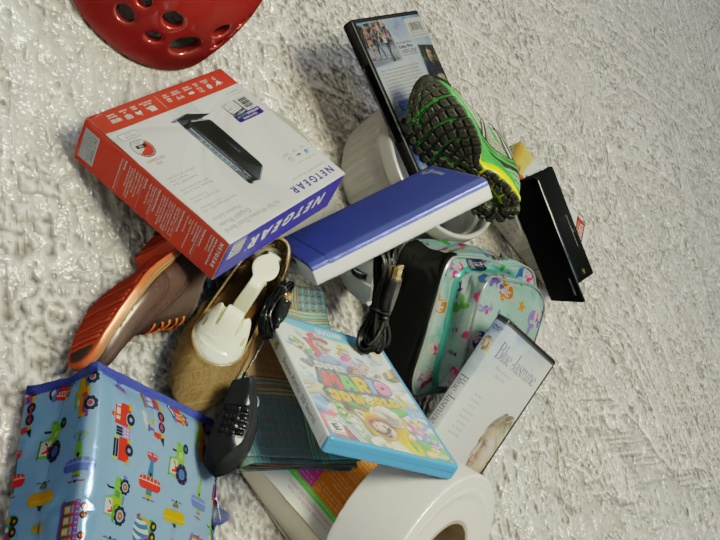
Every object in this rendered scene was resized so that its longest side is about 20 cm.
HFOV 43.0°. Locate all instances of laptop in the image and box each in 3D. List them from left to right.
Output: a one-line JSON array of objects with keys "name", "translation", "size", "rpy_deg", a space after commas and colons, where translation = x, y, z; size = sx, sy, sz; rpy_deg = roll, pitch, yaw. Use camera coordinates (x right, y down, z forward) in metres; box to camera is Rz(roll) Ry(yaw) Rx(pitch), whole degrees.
[{"name": "laptop", "translation": [0.289, -0.058, 1.291], "size": [0.199, 0.103, 0.178], "rpy_deg": [-24, 94, -45]}]

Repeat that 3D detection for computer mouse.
[{"name": "computer mouse", "translation": [-0.091, 0.094, 0.826], "size": [0.034, 0.059, 0.201], "rpy_deg": [15, 61, 8]}, {"name": "computer mouse", "translation": [0.000, 0.000, 0.991], "size": [0.044, 0.200, 0.110], "rpy_deg": [4, 111, -14]}]

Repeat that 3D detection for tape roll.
[{"name": "tape roll", "translation": [0.045, 0.270, 0.875], "size": [0.202, 0.071, 0.204], "rpy_deg": [-32, 133, -40]}]

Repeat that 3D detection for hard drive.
[{"name": "hard drive", "translation": [0.019, -0.051, 0.940], "size": [0.199, 0.132, 0.026], "rpy_deg": [-27, 110, -15]}]

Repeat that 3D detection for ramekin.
[{"name": "ramekin", "translation": [0.067, -0.116, 1.132], "size": [0.199, 0.105, 0.202], "rpy_deg": [23, 56, -39]}]

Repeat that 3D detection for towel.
[{"name": "towel", "translation": [-0.077, 0.100, 0.908], "size": [0.146, 0.022, 0.201], "rpy_deg": [9, 57, -39]}]

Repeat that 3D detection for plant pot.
[{"name": "plant pot", "translation": [-0.171, -0.330, 0.917], "size": [0.200, 0.182, 0.202], "rpy_deg": [25, 54, -40]}]

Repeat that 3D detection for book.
[{"name": "book", "translation": [-0.022, 0.189, 0.942], "size": [0.134, 0.048, 0.200], "rpy_deg": [55, 41, -9]}]

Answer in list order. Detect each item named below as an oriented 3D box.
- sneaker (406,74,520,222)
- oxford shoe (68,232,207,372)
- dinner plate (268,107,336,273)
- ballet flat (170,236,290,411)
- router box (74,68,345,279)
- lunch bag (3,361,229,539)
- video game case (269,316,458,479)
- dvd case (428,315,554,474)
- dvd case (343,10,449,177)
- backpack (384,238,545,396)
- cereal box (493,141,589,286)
[{"name": "sneaker", "translation": [0.119, -0.147, 1.050], "size": [0.200, 0.078, 0.086], "rpy_deg": [50, 36, -33]}, {"name": "oxford shoe", "translation": [-0.184, 0.031, 0.820], "size": [0.073, 0.071, 0.200], "rpy_deg": [53, 41, -21]}, {"name": "dinner plate", "translation": [-0.093, -0.096, 1.012], "size": [0.199, 0.024, 0.202], "rpy_deg": [24, 55, -40]}, {"name": "ballet flat", "translation": [-0.114, 0.038, 0.852], "size": [0.068, 0.072, 0.200], "rpy_deg": [34, 48, -4]}, {"name": "router box", "translation": [-0.139, -0.102, 0.884], "size": [0.179, 0.049, 0.200], "rpy_deg": [40, 38, 9]}, {"name": "lunch bag", "translation": [-0.177, 0.183, 0.754], "size": [0.200, 0.094, 0.152], "rpy_deg": [33, 48, -47]}, {"name": "video game case", "translation": [-0.006, 0.114, 0.862], "size": [0.142, 0.018, 0.200], "rpy_deg": [19, 20, -31]}, {"name": "dvd case", "translation": [0.127, 0.157, 0.986], "size": [0.201, 0.018, 0.143], "rpy_deg": [-56, 140, -2]}, {"name": "dvd case", "translation": [0.065, -0.207, 1.077], "size": [0.142, 0.017, 0.201], "rpy_deg": [-26, 93, -49]}, {"name": "backpack", "translation": [0.125, 0.058, 1.070], "size": [0.199, 0.150, 0.179], "rpy_deg": [3, 104, -52]}, {"name": "cereal box", "translation": [0.269, -0.076, 1.381], "size": [0.200, 0.039, 0.144], "rpy_deg": [46, 46, -23]}]
